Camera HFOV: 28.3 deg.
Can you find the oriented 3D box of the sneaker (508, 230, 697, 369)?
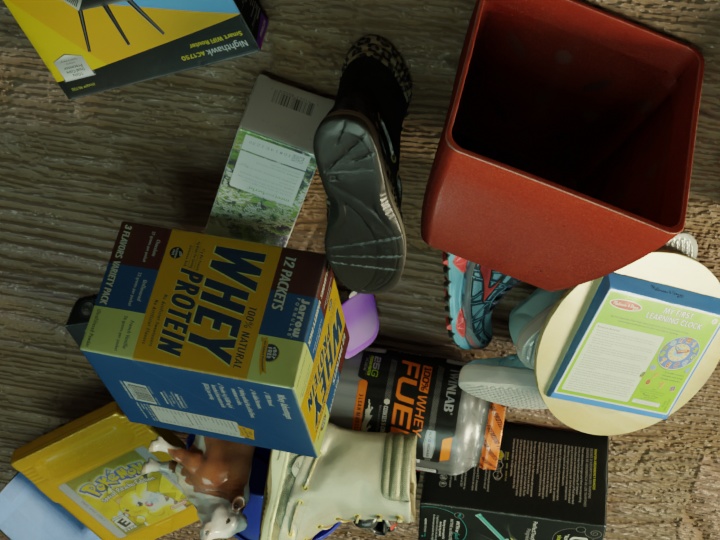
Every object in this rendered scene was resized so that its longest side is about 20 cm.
[{"bbox_3d":[0.224,0.009,1.372,0.200,0.082,0.074,-33,130,8],"label":"sneaker"}]

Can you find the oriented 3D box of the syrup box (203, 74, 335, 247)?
[{"bbox_3d":[-0.092,-0.079,1.348,0.079,0.081,0.200,19,138,-5],"label":"syrup box"}]

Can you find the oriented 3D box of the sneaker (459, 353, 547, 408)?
[{"bbox_3d":[0.198,0.092,1.439,0.200,0.082,0.074,3,157,-6],"label":"sneaker"}]

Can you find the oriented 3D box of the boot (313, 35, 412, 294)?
[{"bbox_3d":[0.008,-0.093,1.260,0.073,0.151,0.200,-2,132,14],"label":"boot"}]

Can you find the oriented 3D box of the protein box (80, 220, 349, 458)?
[{"bbox_3d":[-0.130,0.070,1.358,0.200,0.135,0.199,9,156,10],"label":"protein box"}]

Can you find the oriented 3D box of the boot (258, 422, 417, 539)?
[{"bbox_3d":[-0.022,0.249,1.457,0.155,0.072,0.200,8,104,3],"label":"boot"}]

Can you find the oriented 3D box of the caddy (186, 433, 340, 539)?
[{"bbox_3d":[-0.105,0.233,1.595,0.200,0.141,0.105,25,136,38],"label":"caddy"}]

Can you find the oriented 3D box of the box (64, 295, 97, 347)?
[{"bbox_3d":[-0.199,0.088,1.567,0.200,0.044,0.160,-9,131,21],"label":"box"}]

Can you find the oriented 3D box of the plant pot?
[{"bbox_3d":[0.153,-0.096,1.207,0.200,0.200,0.176,20,146,-6],"label":"plant pot"}]

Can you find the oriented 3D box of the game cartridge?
[{"bbox_3d":[-0.278,0.243,1.672,0.176,0.032,0.200,-27,128,20],"label":"game cartridge"}]

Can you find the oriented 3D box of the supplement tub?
[{"bbox_3d":[0.052,0.149,1.512,0.200,0.123,0.123,8,135,5],"label":"supplement tub"}]

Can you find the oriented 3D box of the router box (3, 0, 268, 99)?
[{"bbox_3d":[-0.200,-0.238,1.236,0.200,0.051,0.149,-11,132,23],"label":"router box"}]

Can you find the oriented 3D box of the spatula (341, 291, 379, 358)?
[{"bbox_3d":[0.000,0.000,1.434,0.021,0.057,0.200,33,137,33],"label":"spatula"}]

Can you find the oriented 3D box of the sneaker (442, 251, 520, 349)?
[{"bbox_3d":[0.128,0.005,1.383,0.095,0.079,0.200,2,135,9],"label":"sneaker"}]

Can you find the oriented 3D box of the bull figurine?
[{"bbox_3d":[-0.156,0.182,1.492,0.121,0.200,0.065,19,158,-5],"label":"bull figurine"}]

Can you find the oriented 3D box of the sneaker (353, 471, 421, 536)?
[{"bbox_3d":[0.019,0.253,1.594,0.077,0.082,0.200,0,174,17],"label":"sneaker"}]

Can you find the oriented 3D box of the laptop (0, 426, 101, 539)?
[{"bbox_3d":[-0.312,0.287,1.742,0.200,0.116,0.187,-16,129,27],"label":"laptop"}]

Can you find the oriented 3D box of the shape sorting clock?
[{"bbox_3d":[0.256,0.069,1.349,0.200,0.039,0.200,-8,123,-13],"label":"shape sorting clock"}]

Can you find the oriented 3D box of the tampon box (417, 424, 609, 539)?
[{"bbox_3d":[0.170,0.264,1.596,0.200,0.126,0.150,7,136,6],"label":"tampon box"}]
